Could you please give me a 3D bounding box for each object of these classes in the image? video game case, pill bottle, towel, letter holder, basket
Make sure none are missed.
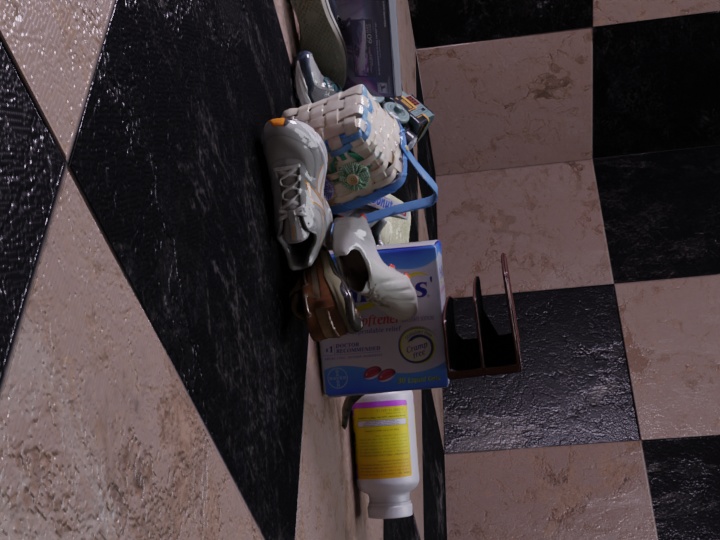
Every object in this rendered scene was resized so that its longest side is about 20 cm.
[{"bbox_3d":[-0.011,-0.331,1.513,0.199,0.019,0.145,15,-65,51],"label":"video game case"},{"bbox_3d":[0.041,0.295,1.663,0.104,0.103,0.203,38,48,-79],"label":"pill bottle"},{"bbox_3d":[0.023,-0.070,1.716,0.147,0.036,0.201,28,44,-23],"label":"towel"},{"bbox_3d":[0.166,0.055,1.439,0.200,0.099,0.144,-47,130,-79],"label":"letter holder"},{"bbox_3d":[-0.013,-0.130,1.343,0.200,0.175,0.140,46,34,-46],"label":"basket"}]

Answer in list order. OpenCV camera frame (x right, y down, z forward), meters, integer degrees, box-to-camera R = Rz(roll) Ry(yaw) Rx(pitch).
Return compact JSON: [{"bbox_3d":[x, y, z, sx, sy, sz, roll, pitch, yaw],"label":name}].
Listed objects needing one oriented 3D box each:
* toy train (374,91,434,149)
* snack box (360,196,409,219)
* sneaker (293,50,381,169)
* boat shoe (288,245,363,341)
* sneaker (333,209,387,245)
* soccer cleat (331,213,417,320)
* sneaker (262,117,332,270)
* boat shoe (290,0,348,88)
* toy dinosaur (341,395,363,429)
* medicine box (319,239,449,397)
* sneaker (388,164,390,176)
[{"bbox_3d":[0.023,-0.265,1.630,0.114,0.200,0.086,-31,157,-51],"label":"toy train"},{"bbox_3d":[0.006,-0.111,1.599,0.200,0.071,0.025,16,88,-64],"label":"snack box"},{"bbox_3d":[-0.028,-0.234,1.483,0.201,0.086,0.078,61,21,-27],"label":"sneaker"},{"bbox_3d":[-0.055,0.027,1.278,0.200,0.073,0.076,-123,-172,-67],"label":"boat shoe"},{"bbox_3d":[0.000,0.000,1.577,0.075,0.080,0.203,18,71,-59],"label":"sneaker"},{"bbox_3d":[0.014,0.012,1.337,0.201,0.069,0.078,55,37,-40],"label":"soccer cleat"},{"bbox_3d":[-0.075,-0.086,1.222,0.093,0.075,0.201,-80,163,-45],"label":"sneaker"},{"bbox_3d":[-0.058,-0.352,1.487,0.062,0.074,0.202,-66,147,-52],"label":"boat shoe"},{"bbox_3d":[0.017,0.141,1.558,0.088,0.200,0.047,49,12,23],"label":"toy dinosaur"},{"bbox_3d":[0.032,0.066,1.471,0.103,0.180,0.203,-42,126,-80],"label":"medicine box"},{"bbox_3d":[-0.001,-0.181,1.635,0.070,0.082,0.200,44,6,21],"label":"sneaker"}]
